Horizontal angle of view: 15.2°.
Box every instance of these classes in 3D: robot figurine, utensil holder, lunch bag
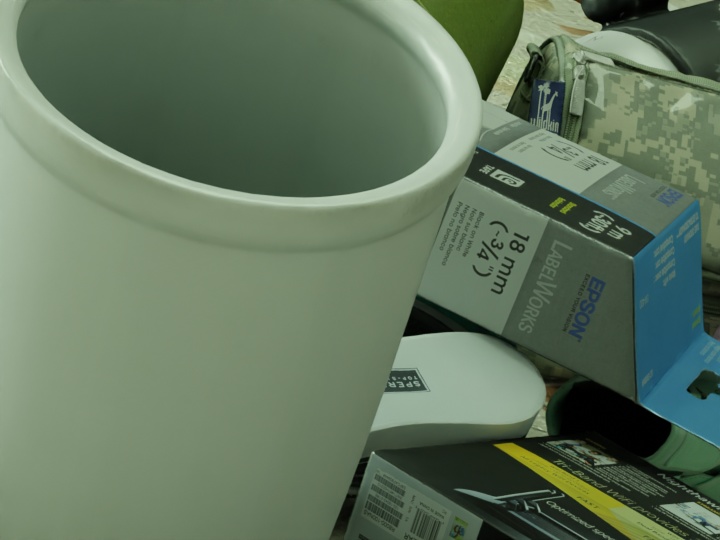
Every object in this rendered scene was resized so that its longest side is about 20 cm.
[{"bbox_3d":[0.192,-0.093,1.599,0.199,0.125,0.150,-17,49,-36],"label":"robot figurine"},{"bbox_3d":[-0.063,0.005,0.953,0.169,0.201,0.170,11,35,-8],"label":"utensil holder"},{"bbox_3d":[0.158,-0.028,1.457,0.199,0.169,0.139,13,16,-17],"label":"lunch bag"}]

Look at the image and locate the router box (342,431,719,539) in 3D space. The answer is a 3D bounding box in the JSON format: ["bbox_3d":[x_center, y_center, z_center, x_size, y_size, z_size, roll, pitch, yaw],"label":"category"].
[{"bbox_3d":[0.115,0.131,1.070,0.200,0.052,0.157,29,18,36],"label":"router box"}]

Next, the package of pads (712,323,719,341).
[{"bbox_3d":[0.276,0.048,1.404,0.199,0.121,0.076,9,34,-29],"label":"package of pads"}]

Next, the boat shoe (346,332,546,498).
[{"bbox_3d":[-0.020,0.066,1.125,0.199,0.068,0.072,-2,46,-31],"label":"boat shoe"}]

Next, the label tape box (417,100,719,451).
[{"bbox_3d":[0.097,-0.007,1.207,0.199,0.064,0.144,26,18,12],"label":"label tape box"}]

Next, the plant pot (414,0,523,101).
[{"bbox_3d":[0.000,-0.121,1.451,0.199,0.201,0.190,22,33,14],"label":"plant pot"}]

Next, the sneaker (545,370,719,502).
[{"bbox_3d":[0.180,0.090,1.244,0.199,0.074,0.118,13,6,19],"label":"sneaker"}]

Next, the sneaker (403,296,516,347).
[{"bbox_3d":[0.000,0.000,1.294,0.200,0.084,0.121,41,18,11],"label":"sneaker"}]
